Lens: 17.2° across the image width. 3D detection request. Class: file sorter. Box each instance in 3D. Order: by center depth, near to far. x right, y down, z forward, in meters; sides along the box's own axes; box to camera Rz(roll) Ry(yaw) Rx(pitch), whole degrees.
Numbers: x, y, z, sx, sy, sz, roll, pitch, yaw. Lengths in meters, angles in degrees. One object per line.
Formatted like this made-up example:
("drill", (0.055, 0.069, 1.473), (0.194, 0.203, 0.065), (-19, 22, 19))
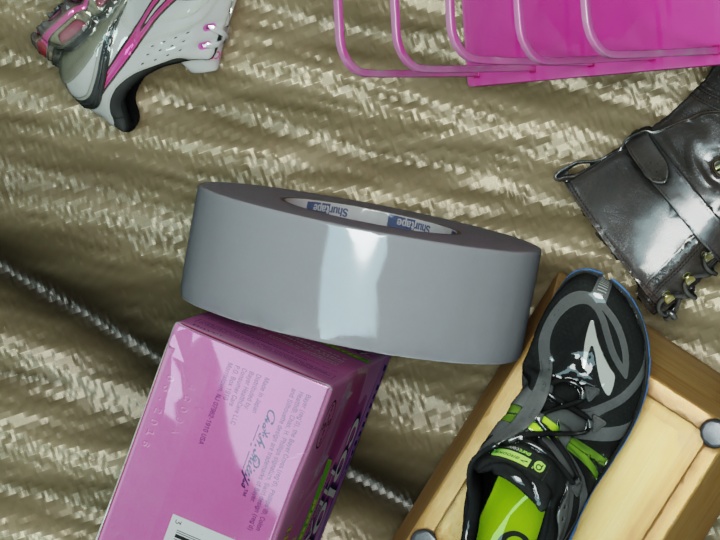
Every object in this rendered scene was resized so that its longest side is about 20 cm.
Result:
("file sorter", (0.091, -0.176, 1.316), (0.199, 0.125, 0.140), (0, 94, 47))

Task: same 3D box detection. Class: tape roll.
("tape roll", (0.000, 0.000, 1.353), (0.199, 0.200, 0.067), (11, 96, 9))

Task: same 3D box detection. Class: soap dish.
("soap dish", (0.126, 0.126, 1.392), (0.157, 0.081, 0.201), (33, 97, 13))

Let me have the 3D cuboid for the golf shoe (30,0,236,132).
("golf shoe", (-0.100, -0.169, 1.429), (0.200, 0.073, 0.092), (-39, 93, 20))

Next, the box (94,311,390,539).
("box", (-0.070, 0.119, 1.373), (0.096, 0.200, 0.177), (22, 97, 7))

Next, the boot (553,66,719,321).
("boot", (0.232, -0.035, 1.383), (0.174, 0.069, 0.200), (-46, 75, 10))

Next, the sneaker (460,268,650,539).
("sneaker", (0.105, 0.098, 1.313), (0.070, 0.083, 0.201), (22, 94, 14))
